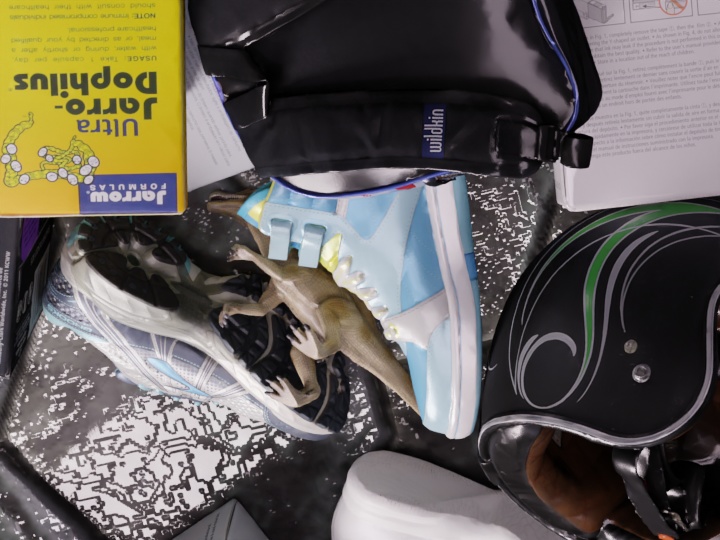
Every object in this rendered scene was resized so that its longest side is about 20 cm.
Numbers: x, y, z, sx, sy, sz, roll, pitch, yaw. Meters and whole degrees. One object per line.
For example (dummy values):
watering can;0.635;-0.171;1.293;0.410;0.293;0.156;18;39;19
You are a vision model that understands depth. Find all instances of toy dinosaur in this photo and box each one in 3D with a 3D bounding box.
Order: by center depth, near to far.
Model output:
toy dinosaur;-0.018;0.030;1.603;0.200;0.101;0.058;48;131;-5

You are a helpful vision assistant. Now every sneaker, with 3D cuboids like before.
sneaker;0.000;0.000;1.559;0.130;0.080;0.201;-7;93;-1
sneaker;-0.097;0.041;1.635;0.199;0.078;0.086;34;135;-14
sneaker;0.078;0.179;1.667;0.199;0.075;0.089;21;121;3

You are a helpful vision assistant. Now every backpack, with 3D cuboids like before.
backpack;0.016;-0.131;1.438;0.189;0.154;0.201;-16;95;17

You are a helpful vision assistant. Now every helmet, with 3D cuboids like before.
helmet;0.173;0.052;1.547;0.200;0.200;0.191;35;64;-7

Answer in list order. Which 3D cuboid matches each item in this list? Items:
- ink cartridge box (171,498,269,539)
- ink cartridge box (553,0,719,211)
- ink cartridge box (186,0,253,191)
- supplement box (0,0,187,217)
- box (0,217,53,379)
ink cartridge box;-0.116;0.260;1.692;0.199;0.083;0.146;-34;103;13
ink cartridge box;0.199;-0.131;1.511;0.199;0.045;0.177;-6;98;-4
ink cartridge box;-0.080;-0.147;1.550;0.199;0.043;0.197;-20;124;8
supplement box;-0.146;-0.140;1.458;0.109;0.109;0.201;-1;126;-3
box;-0.283;-0.019;1.592;0.199;0.122;0.107;9;109;2
